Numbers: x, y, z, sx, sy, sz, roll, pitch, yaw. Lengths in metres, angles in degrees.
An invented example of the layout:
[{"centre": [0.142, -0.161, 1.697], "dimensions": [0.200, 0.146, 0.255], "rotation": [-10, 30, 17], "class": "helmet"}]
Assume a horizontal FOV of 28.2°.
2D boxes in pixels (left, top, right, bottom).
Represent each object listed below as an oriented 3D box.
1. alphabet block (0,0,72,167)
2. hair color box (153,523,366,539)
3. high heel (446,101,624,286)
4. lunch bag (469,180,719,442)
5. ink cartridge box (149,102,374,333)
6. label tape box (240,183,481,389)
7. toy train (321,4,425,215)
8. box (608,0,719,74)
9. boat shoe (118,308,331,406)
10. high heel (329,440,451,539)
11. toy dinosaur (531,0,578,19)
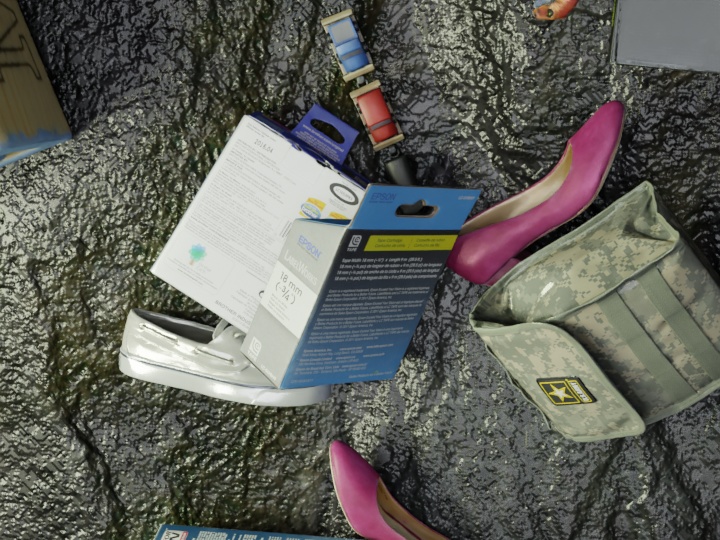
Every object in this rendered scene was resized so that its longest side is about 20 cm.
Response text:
[{"centre": [-0.395, -0.169, 1.236], "dimensions": [0.195, 0.196, 0.201], "rotation": [-21, 95, 7], "class": "alphabet block"}, {"centre": [-0.090, 0.294, 1.309], "dimensions": [0.199, 0.061, 0.100], "rotation": [2, 122, 13], "class": "hair color box"}, {"centre": [0.149, -0.074, 1.252], "dimensions": [0.096, 0.067, 0.200], "rotation": [28, 112, -6], "class": "high heel"}, {"centre": [0.213, 0.052, 1.221], "dimensions": [0.200, 0.118, 0.164], "rotation": [-34, 121, 15], "class": "lunch bag"}, {"centre": [-0.075, -0.050, 1.279], "dimensions": [0.136, 0.076, 0.200], "rotation": [33, 101, -1], "class": "ink cartridge box"}, {"centre": [0.000, 0.000, 1.224], "dimensions": [0.063, 0.144, 0.201], "rotation": [41, 117, 36], "class": "label tape box"}, {"centre": [0.013, -0.141, 1.272], "dimensions": [0.034, 0.046, 0.201], "rotation": [-22, 95, 8], "class": "toy train"}, {"centre": [0.321, -0.263, 1.223], "dimensions": [0.199, 0.048, 0.194], "rotation": [7, 96, 6], "class": "box"}, {"centre": [-0.122, 0.076, 1.308], "dimensions": [0.199, 0.072, 0.066], "rotation": [11, 104, 13], "class": "boat shoe"}, {"centre": [0.049, 0.228, 1.305], "dimensions": [0.096, 0.067, 0.201], "rotation": [-25, 100, 19], "class": "high heel"}, {"centre": [0.105, -0.286, 1.197], "dimensions": [0.182, 0.200, 0.105], "rotation": [50, 119, 29], "class": "toy dinosaur"}]
